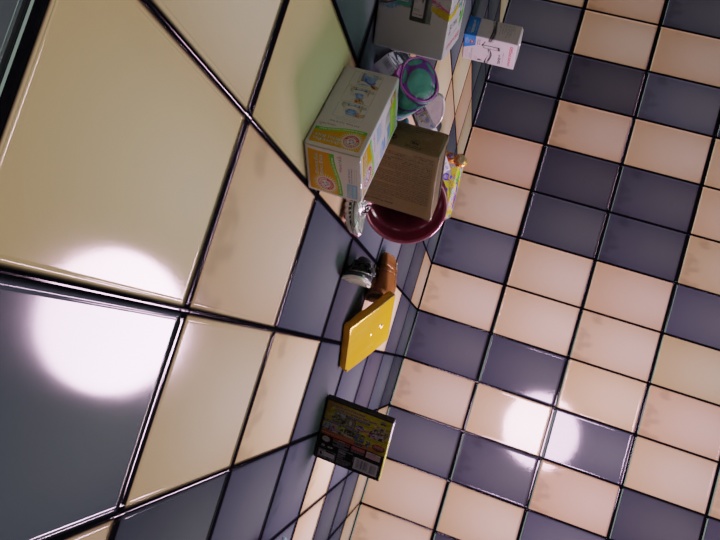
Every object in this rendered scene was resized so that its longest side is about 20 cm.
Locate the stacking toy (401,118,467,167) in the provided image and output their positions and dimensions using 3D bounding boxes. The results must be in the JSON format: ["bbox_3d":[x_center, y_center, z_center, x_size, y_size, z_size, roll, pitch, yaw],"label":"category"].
[{"bbox_3d":[0.180,-0.303,1.801,0.110,0.197,0.117,89,22,-58],"label":"stacking toy"}]

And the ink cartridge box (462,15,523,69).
[{"bbox_3d":[0.479,-0.827,2.544,0.146,0.197,0.086,74,35,-69],"label":"ink cartridge box"}]

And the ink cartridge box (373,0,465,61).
[{"bbox_3d":[0.122,-0.531,1.324,0.147,0.144,0.203,-59,162,-50],"label":"ink cartridge box"}]

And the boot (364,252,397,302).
[{"bbox_3d":[0.066,0.022,2.072,0.200,0.072,0.158,46,53,-76],"label":"boot"}]

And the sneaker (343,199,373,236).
[{"bbox_3d":[0.016,-0.168,1.483,0.078,0.081,0.204,-37,142,-72],"label":"sneaker"}]

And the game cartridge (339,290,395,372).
[{"bbox_3d":[0.017,0.171,1.953,0.199,0.032,0.179,-32,143,-40],"label":"game cartridge"}]

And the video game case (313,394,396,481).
[{"bbox_3d":[-0.017,0.454,1.901,0.025,0.197,0.184,-30,136,-70],"label":"video game case"}]

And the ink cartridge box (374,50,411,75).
[{"bbox_3d":[0.094,-0.417,1.486,0.039,0.100,0.200,-32,-170,25],"label":"ink cartridge box"}]

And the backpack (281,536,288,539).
[{"bbox_3d":[-0.183,0.701,1.555,0.178,0.148,0.203,-44,155,-74],"label":"backpack"}]

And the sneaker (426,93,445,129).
[{"bbox_3d":[0.217,-0.467,2.109,0.202,0.070,0.100,103,8,-48],"label":"sneaker"}]

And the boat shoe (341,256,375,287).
[{"bbox_3d":[0.002,0.001,1.681,0.199,0.073,0.067,32,73,-79],"label":"boat shoe"}]

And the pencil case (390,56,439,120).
[{"bbox_3d":[0.069,-0.332,1.310,0.199,0.091,0.086,-4,-116,68],"label":"pencil case"}]

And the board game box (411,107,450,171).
[{"bbox_3d":[0.154,-0.343,1.670,0.135,0.034,0.202,60,10,-47],"label":"board game box"}]

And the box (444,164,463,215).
[{"bbox_3d":[0.287,-0.301,2.546,0.192,0.120,0.204,-28,133,-73],"label":"box"}]

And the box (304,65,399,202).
[{"bbox_3d":[-0.012,-0.234,1.196,0.113,0.100,0.202,90,20,-54],"label":"box"}]

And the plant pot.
[{"bbox_3d":[0.105,-0.193,1.668,0.180,0.196,0.203,-86,-175,-59],"label":"plant pot"}]

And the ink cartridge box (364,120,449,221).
[{"bbox_3d":[0.062,-0.203,1.353,0.166,0.197,0.076,94,18,-51],"label":"ink cartridge box"}]
